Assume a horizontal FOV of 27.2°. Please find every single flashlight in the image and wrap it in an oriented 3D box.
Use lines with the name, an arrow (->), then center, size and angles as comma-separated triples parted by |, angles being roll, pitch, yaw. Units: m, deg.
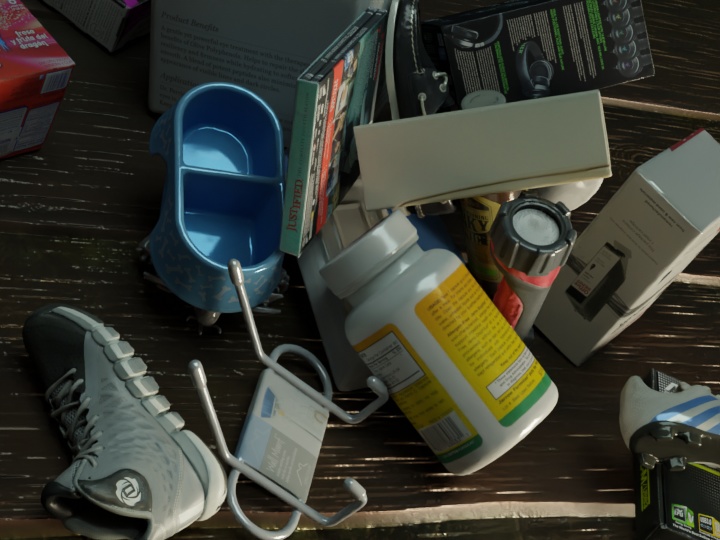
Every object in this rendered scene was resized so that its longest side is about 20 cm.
flashlight -> 0.122, 0.020, 1.246 | 0.068, 0.200, 0.068 | -32, 67, -32

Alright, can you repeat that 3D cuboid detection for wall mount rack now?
wall mount rack -> -0.063, 0.096, 1.124 | 0.174, 0.075, 0.200 | 37, 36, -17

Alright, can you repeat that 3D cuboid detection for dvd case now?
dvd case -> -0.020, -0.117, 1.206 | 0.022, 0.146, 0.200 | 14, 29, 12

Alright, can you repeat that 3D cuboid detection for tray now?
tray -> 0.000, 0.000, 1.275 | 0.107, 0.022, 0.200 | -8, 72, -32

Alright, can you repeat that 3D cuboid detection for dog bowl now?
dog bowl -> -0.111, -0.065, 1.202 | 0.111, 0.050, 0.201 | 8, 60, -21

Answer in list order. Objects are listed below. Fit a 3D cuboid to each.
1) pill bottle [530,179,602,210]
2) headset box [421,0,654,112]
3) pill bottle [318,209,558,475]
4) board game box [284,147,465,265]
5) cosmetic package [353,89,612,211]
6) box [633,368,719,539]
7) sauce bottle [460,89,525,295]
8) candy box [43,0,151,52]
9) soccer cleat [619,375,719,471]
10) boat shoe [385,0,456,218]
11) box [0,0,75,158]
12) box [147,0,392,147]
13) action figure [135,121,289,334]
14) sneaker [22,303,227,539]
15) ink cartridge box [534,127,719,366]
pill bottle -> 0.180, -0.161, 1.553 | 0.112, 0.112, 0.200 | 12, 42, -23
headset box -> 0.165, -0.212, 1.410 | 0.199, 0.093, 0.174 | -14, 11, -4
pill bottle -> 0.058, 0.055, 1.199 | 0.200, 0.113, 0.113 | 52, 39, -2
board game box -> 0.004, -0.037, 1.362 | 0.158, 0.039, 0.200 | -8, 60, -40
cosmetic package -> 0.102, -0.099, 1.226 | 0.199, 0.073, 0.104 | -9, 4, 10
box -> 0.337, 0.200, 1.323 | 0.200, 0.048, 0.193 | 24, 41, -10
sauce bottle -> 0.121, -0.070, 1.350 | 0.065, 0.200, 0.065 | -7, 37, 6
candy box -> -0.271, -0.311, 1.452 | 0.200, 0.061, 0.136 | 39, 39, 7
soccer cleat -> 0.314, 0.135, 1.286 | 0.199, 0.070, 0.086 | 14, 41, -18
boat shoe -> 0.055, -0.147, 1.333 | 0.060, 0.201, 0.074 | -1, 6, 12
box -> -0.343, -0.143, 1.191 | 0.096, 0.100, 0.200 | 47, 41, 19
box -> -0.066, -0.236, 1.377 | 0.198, 0.172, 0.200 | 16, 36, 14
action figure -> -0.117, -0.028, 1.249 | 0.130, 0.069, 0.200 | 23, 50, -22
sneaker -> -0.193, 0.113, 1.040 | 0.200, 0.075, 0.115 | 44, 42, 13
ink cartridge box -> 0.259, -0.021, 1.386 | 0.083, 0.200, 0.147 | 46, 41, 12
